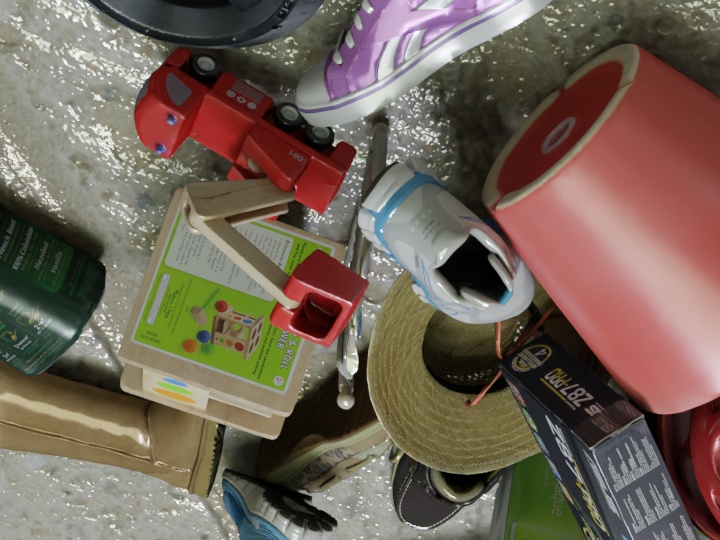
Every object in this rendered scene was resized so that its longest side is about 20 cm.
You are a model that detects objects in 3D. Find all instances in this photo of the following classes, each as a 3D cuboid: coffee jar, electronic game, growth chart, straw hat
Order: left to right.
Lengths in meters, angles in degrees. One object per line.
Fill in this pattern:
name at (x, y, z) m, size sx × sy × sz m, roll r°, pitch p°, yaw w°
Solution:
coffee jar at (-0.296, -0.010, 1.520) m, size 0.200 × 0.085 × 0.104 m, roll 33°, pitch 136°, yaw -21°
electronic game at (-0.113, -0.213, 1.303) m, size 0.200 × 0.042 × 0.200 m, roll 8°, pitch 143°, yaw 6°
growth chart at (0.000, 0.000, 1.423) m, size 0.018 × 0.145 × 0.200 m, roll 7°, pitch 134°, yaw -3°
straw hat at (0.080, 0.045, 1.478) m, size 0.201 × 0.085 × 0.202 m, roll -8°, pitch 110°, yaw -22°

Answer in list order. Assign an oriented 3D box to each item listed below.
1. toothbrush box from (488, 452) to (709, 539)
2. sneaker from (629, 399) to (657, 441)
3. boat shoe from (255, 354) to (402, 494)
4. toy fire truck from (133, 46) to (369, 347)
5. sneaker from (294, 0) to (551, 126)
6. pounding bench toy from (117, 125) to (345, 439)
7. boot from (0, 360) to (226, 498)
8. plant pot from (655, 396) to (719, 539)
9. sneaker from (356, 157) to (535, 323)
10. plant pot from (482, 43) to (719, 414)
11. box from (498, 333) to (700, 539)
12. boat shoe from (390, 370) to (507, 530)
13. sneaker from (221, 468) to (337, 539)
toothbrush box at (0.202, 0.223, 1.595) m, size 0.200 × 0.146 × 0.086 m, roll 15°, pitch 135°, yaw -1°
sneaker at (0.245, 0.059, 1.481) m, size 0.200 × 0.075 × 0.116 m, roll -25°, pitch 120°, yaw 20°
boat shoe at (-0.006, 0.123, 1.603) m, size 0.063 × 0.073 × 0.200 m, roll 28°, pitch 145°, yaw -25°
toy fire truck at (-0.073, -0.052, 1.339) m, size 0.200 × 0.141 × 0.049 m, roll 31°, pitch 135°, yaw 2°
sneaker at (0.018, -0.178, 1.296) m, size 0.200 × 0.073 × 0.114 m, roll -32°, pitch 118°, yaw 24°
pounding bench toy at (-0.083, 0.002, 1.466) m, size 0.124 × 0.200 × 0.156 m, roll 18°, pitch 167°, yaw -2°
boot at (-0.206, 0.108, 1.634) m, size 0.200 × 0.066 × 0.175 m, roll 15°, pitch 136°, yaw 0°
plant pot at (0.308, 0.111, 1.338) m, size 0.200 × 0.201 × 0.182 m, roll 31°, pitch 170°, yaw -18°
sneaker at (0.073, 0.003, 1.332) m, size 0.075 × 0.087 × 0.200 m, roll -50°, pitch 147°, yaw 5°
plant pot at (0.188, -0.036, 1.319) m, size 0.177 × 0.201 × 0.200 m, roll 41°, pitch 130°, yaw -14°
box at (0.180, 0.157, 1.415) m, size 0.049 × 0.161 × 0.200 m, roll -31°, pitch 116°, yaw -8°
boat shoe at (0.072, 0.152, 1.611) m, size 0.073 × 0.065 × 0.200 m, roll 19°, pitch 137°, yaw -8°
sneaker at (-0.081, 0.217, 1.641) m, size 0.078 × 0.090 × 0.200 m, roll 20°, pitch 180°, yaw -12°
